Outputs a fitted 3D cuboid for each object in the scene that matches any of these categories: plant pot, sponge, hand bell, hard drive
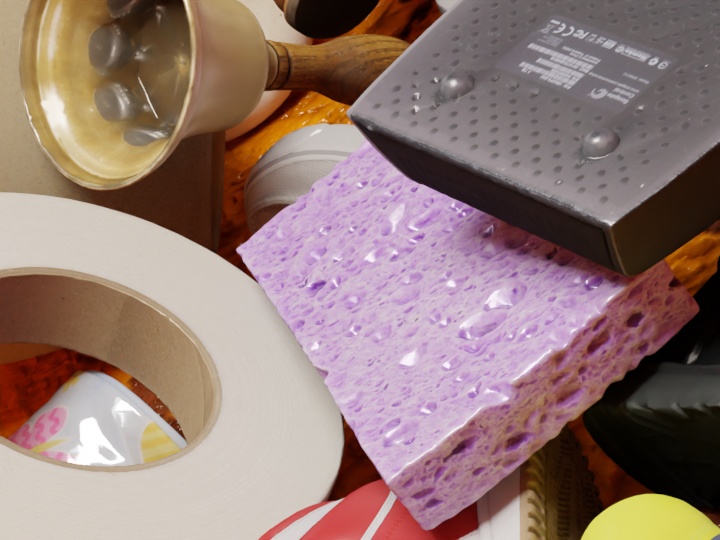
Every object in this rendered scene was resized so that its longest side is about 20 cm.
[{"bbox_3d":[-0.129,-0.053,1.135,0.134,0.200,0.200,1,35,1],"label":"plant pot"},{"bbox_3d":[0.029,0.001,0.869,0.112,0.030,0.200,-40,29,2],"label":"sponge"},{"bbox_3d":[-0.034,-0.084,1.074,0.104,0.200,0.104,1,91,43],"label":"hand bell"},{"bbox_3d":[0.107,-0.082,0.824,0.200,0.042,0.135,-42,42,-22],"label":"hard drive"}]

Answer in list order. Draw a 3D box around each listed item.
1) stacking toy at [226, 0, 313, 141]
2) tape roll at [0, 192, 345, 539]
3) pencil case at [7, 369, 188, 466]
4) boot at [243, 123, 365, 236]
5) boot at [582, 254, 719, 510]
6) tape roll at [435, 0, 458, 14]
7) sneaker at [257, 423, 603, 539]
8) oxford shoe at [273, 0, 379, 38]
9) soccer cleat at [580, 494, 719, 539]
[{"bbox_3d":[-0.079,-0.156,1.290,0.146,0.146,0.200,-28,14,20],"label":"stacking toy"},{"bbox_3d":[-0.105,0.046,0.902,0.203,0.203,0.037,-84,13,-53],"label":"tape roll"},{"bbox_3d":[-0.137,0.130,0.954,0.091,0.083,0.200,26,68,43],"label":"pencil case"},{"bbox_3d":[0.000,0.000,0.991,0.200,0.074,0.096,2,45,52],"label":"boot"},{"bbox_3d":[0.174,-0.003,0.784,0.168,0.076,0.200,-54,25,-20],"label":"boot"},{"bbox_3d":[0.130,-0.125,0.991,0.200,0.066,0.200,-25,21,10],"label":"tape roll"},{"bbox_3d":[0.011,0.128,0.792,0.112,0.071,0.200,-21,25,22],"label":"sneaker"},{"bbox_3d":[-0.009,-0.162,1.182,0.071,0.071,0.200,-60,-4,28],"label":"oxford shoe"},{"bbox_3d":[0.078,0.121,0.708,0.065,0.084,0.200,-27,30,23],"label":"soccer cleat"}]
